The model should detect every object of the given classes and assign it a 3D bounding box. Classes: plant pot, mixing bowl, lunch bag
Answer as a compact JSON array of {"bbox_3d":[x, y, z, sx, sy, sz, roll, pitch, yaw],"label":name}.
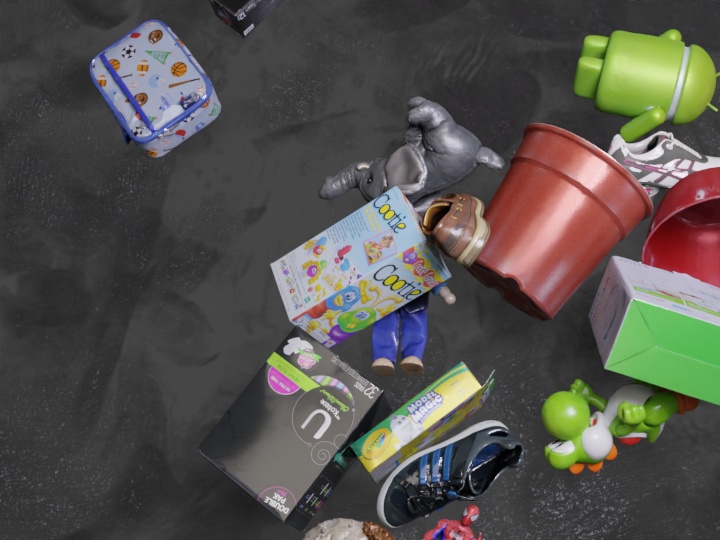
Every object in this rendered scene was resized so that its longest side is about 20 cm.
[{"bbox_3d":[0.242,-0.053,1.194,0.201,0.201,0.195,35,84,18],"label":"plant pot"},{"bbox_3d":[0.461,-0.060,1.176,0.199,0.200,0.109,1,48,7],"label":"mixing bowl"},{"bbox_3d":[-0.319,-0.277,1.405,0.160,0.076,0.200,-34,68,-4],"label":"lunch bag"}]

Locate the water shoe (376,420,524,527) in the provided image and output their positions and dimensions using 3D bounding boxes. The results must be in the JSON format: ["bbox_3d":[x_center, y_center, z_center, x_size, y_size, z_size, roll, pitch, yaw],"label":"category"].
[{"bbox_3d":[0.109,0.256,1.130,0.200,0.079,0.072,-34,109,-7],"label":"water shoe"}]

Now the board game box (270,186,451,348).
[{"bbox_3d":[0.000,0.000,1.205,0.200,0.103,0.105,-31,52,11],"label":"board game box"}]

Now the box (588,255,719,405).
[{"bbox_3d":[0.392,0.073,1.099,0.199,0.177,0.097,17,108,1],"label":"box"}]

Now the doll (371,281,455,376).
[{"bbox_3d":[0.062,0.043,1.246,0.136,0.048,0.201,-4,62,15],"label":"doll"}]

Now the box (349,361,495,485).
[{"bbox_3d":[0.084,0.187,1.151,0.200,0.117,0.048,-34,69,-7],"label":"box"}]

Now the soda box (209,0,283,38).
[{"bbox_3d":[-0.149,-0.472,1.464,0.071,0.063,0.200,40,78,20],"label":"soda box"}]

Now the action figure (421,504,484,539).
[{"bbox_3d":[0.086,0.365,1.095,0.065,0.099,0.200,31,73,17],"label":"action figure"}]

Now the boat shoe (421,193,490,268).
[{"bbox_3d":[0.115,-0.067,1.167,0.067,0.200,0.072,30,105,-10],"label":"boat shoe"}]

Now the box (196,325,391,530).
[{"bbox_3d":[-0.079,0.203,1.160,0.148,0.124,0.200,35,77,18],"label":"box"}]

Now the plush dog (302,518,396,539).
[{"bbox_3d":[-0.037,0.372,1.065,0.200,0.161,0.172,-16,42,27],"label":"plush dog"}]

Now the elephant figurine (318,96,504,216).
[{"bbox_3d":[0.066,-0.132,1.287,0.141,0.155,0.200,41,88,-24],"label":"elephant figurine"}]

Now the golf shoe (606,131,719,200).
[{"bbox_3d":[0.434,-0.143,1.241,0.199,0.088,0.077,-3,25,4],"label":"golf shoe"}]

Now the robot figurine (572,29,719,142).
[{"bbox_3d":[0.406,-0.272,1.290,0.199,0.116,0.176,13,59,11],"label":"robot figurine"}]

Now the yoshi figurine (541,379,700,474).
[{"bbox_3d":[0.310,0.170,1.140,0.200,0.112,0.112,-30,61,-3],"label":"yoshi figurine"}]
